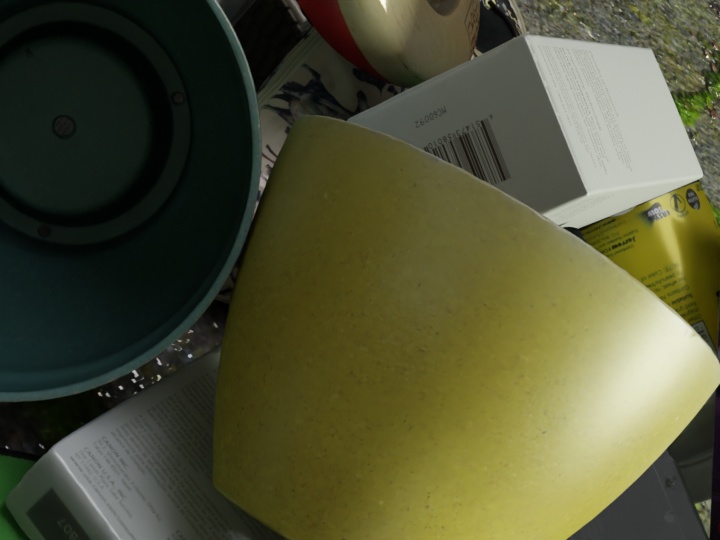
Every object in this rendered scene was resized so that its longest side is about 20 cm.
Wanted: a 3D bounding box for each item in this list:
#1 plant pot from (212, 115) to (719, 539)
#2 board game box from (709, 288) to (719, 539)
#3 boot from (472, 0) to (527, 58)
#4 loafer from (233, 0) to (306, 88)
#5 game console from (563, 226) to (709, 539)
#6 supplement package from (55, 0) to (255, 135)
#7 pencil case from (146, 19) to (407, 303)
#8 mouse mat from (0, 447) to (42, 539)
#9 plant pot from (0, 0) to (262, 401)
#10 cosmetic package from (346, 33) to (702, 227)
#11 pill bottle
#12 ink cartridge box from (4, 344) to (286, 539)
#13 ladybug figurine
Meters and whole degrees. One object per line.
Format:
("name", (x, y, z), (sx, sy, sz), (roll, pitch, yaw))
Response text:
("plant pot", (0.022, 0.053, 0.621), (0.200, 0.142, 0.200), (31, -7, 4))
("board game box", (0.245, 0.063, 0.893), (0.120, 0.032, 0.201), (15, 75, -40))
("boot", (0.057, -0.149, 1.027), (0.200, 0.073, 0.150), (63, 25, 10))
("loafer", (-0.071, -0.191, 0.939), (0.068, 0.076, 0.200), (-25, 75, -43))
("game console", (0.100, 0.093, 0.783), (0.175, 0.116, 0.201), (-17, 76, -21))
("supplement package", (-0.147, -0.196, 0.796), (0.200, 0.152, 0.151), (45, 34, -3))
("pencil case", (-0.034, -0.070, 0.815), (0.090, 0.078, 0.200), (56, 49, -23))
("mouse mat", (-0.107, 0.161, 0.613), (0.161, 0.008, 0.200), (18, 44, -37))
("plant pot", (-0.136, -0.058, 0.662), (0.200, 0.200, 0.134), (44, 8, -5))
("cosmetic package", (0.091, -0.061, 0.804), (0.200, 0.107, 0.085), (-14, 81, -64))
("pill bottle", (0.184, 0.036, 0.946), (0.112, 0.112, 0.201), (-19, 85, -54))
("ink cartridge box", (-0.036, 0.113, 0.690), (0.163, 0.057, 0.200), (50, 32, 6))
("ladybug figurine", (0.002, -0.168, 0.751), (0.200, 0.072, 0.136), (64, 33, -40))
